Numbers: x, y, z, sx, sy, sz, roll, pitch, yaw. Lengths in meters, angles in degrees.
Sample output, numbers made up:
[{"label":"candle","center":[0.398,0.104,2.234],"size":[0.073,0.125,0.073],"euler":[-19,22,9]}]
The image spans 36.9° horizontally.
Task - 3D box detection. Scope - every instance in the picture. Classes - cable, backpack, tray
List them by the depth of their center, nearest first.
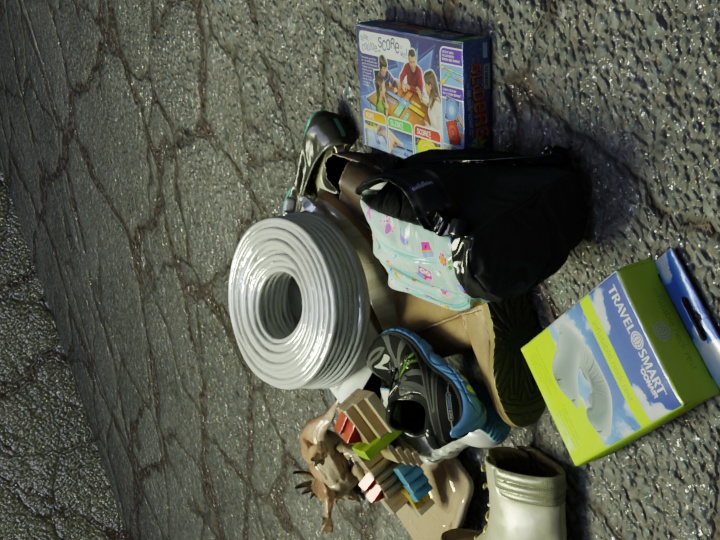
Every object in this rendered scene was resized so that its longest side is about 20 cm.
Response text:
[{"label":"backpack","center":[0.086,-0.041,0.978],"size":[0.199,0.166,0.127],"euler":[16,124,51]},{"label":"cable","center":[-0.071,0.035,1.212],"size":[0.200,0.069,0.201],"euler":[40,119,39]},{"label":"tray","center":[-0.050,0.058,1.260],"size":[0.200,0.022,0.108],"euler":[51,128,33]}]

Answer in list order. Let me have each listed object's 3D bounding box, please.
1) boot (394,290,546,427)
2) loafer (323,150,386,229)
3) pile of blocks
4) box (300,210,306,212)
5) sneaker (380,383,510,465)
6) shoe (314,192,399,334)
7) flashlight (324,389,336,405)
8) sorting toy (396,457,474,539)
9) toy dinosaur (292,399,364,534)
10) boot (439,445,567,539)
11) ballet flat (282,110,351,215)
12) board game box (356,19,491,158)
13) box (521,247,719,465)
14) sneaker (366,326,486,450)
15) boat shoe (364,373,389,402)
[{"label":"boot","center":[0.110,0.077,1.120],"size":[0.200,0.066,0.177],"euler":[158,107,-64]},{"label":"loafer","center":[0.008,-0.080,1.184],"size":[0.200,0.071,0.074],"euler":[43,120,61]},{"label":"pile of blocks","center":[0.026,0.217,1.181],"size":[0.082,0.062,0.201],"euler":[29,153,54]},{"label":"box","center":[-0.061,0.040,1.353],"size":[0.121,0.032,0.201],"euler":[-34,91,32]},{"label":"sneaker","center":[0.096,0.168,1.164],"size":[0.200,0.076,0.081],"euler":[5,105,61]},{"label":"shoe","center":[0.000,0.000,1.235],"size":[0.201,0.053,0.070],"euler":[56,161,7]},{"label":"flashlight","center":[-0.040,0.074,1.412],"size":[0.067,0.068,0.201],"euler":[-2,109,24]},{"label":"sorting toy","center":[0.077,0.250,1.304],"size":[0.200,0.036,0.186],"euler":[-123,32,-41]},{"label":"toy dinosaur","center":[-0.047,0.254,1.446],"size":[0.135,0.085,0.201],"euler":[-142,37,-61]},{"label":"boot","center":[0.146,0.255,1.120],"size":[0.199,0.072,0.156],"euler":[6,109,55]},{"label":"ballet flat","center":[-0.053,-0.104,1.346],"size":[0.068,0.068,0.201],"euler":[48,144,29]},{"label":"board game box","center":[0.062,-0.180,1.110],"size":[0.200,0.034,0.136],"euler":[30,129,55]},{"label":"box","center":[0.220,0.079,0.916],"size":[0.123,0.047,0.200],"euler":[66,153,18]},{"label":"sneaker","center":[0.050,0.119,1.098],"size":[0.071,0.082,0.199],"euler":[62,168,-28]},{"label":"boat shoe","center":[-0.005,0.077,1.279],"size":[0.061,0.071,0.203],"euler":[-142,36,-89]}]
